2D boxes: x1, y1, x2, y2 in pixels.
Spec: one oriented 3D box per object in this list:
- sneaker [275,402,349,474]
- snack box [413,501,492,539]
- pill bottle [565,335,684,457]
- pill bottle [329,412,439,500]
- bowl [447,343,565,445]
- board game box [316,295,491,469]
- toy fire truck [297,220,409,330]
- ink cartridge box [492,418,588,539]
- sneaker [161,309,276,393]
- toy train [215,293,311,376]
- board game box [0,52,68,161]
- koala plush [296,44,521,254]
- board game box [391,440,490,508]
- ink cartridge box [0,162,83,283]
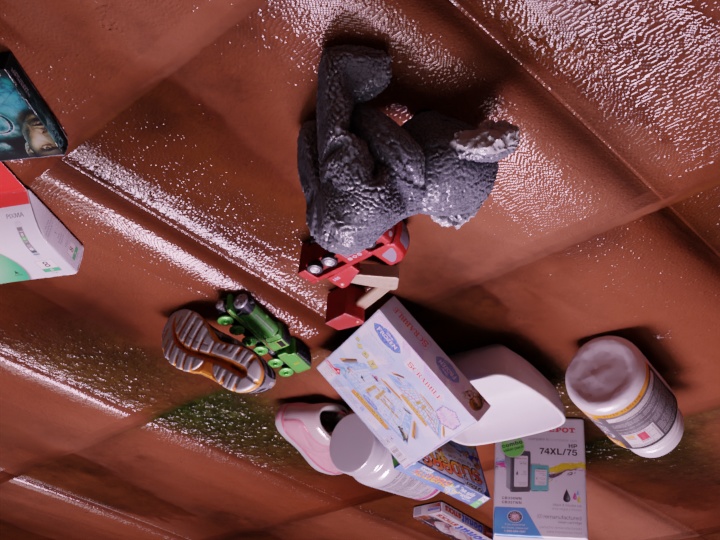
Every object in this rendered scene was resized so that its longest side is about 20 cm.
[{"bbox_3d":[-0.046,0.281,1.664,0.104,0.076,0.200,-11,140,33],"label":"sneaker"},{"bbox_3d":[0.194,0.520,2.040,0.071,0.025,0.200,-22,138,33],"label":"snack box"},{"bbox_3d":[0.380,0.184,1.414,0.115,0.117,0.200,-16,141,30],"label":"pill bottle"},{"bbox_3d":[0.048,0.299,1.620,0.113,0.115,0.199,-20,148,34],"label":"pill bottle"},{"bbox_3d":[0.185,0.180,1.476,0.198,0.075,0.200,-20,139,34],"label":"bowl"},{"bbox_3d":[0.055,0.162,1.399,0.200,0.041,0.199,49,140,2],"label":"board game box"},{"bbox_3d":[0.000,0.000,1.252,0.199,0.049,0.140,-25,137,37],"label":"toy fire truck"},{"bbox_3d":[0.288,0.359,1.617,0.145,0.202,0.147,0,146,8],"label":"ink cartridge box"},{"bbox_3d":[-0.200,0.120,1.393,0.199,0.079,0.077,29,180,32],"label":"sneaker"},{"bbox_3d":[-0.134,0.092,1.426,0.056,0.042,0.200,-20,140,19],"label":"toy train"},{"bbox_3d":[-0.435,-0.168,1.082,0.197,0.028,0.136,-3,145,14],"label":"board game box"},{"bbox_3d":[0.050,-0.101,0.997,0.197,0.186,0.178,1,150,-15],"label":"koala plush"},{"bbox_3d":[0.118,0.282,1.583,0.034,0.136,0.199,-38,131,24],"label":"board game box"},{"bbox_3d":[-0.465,-0.057,1.242,0.159,0.051,0.200,-6,147,18],"label":"ink cartridge box"}]
